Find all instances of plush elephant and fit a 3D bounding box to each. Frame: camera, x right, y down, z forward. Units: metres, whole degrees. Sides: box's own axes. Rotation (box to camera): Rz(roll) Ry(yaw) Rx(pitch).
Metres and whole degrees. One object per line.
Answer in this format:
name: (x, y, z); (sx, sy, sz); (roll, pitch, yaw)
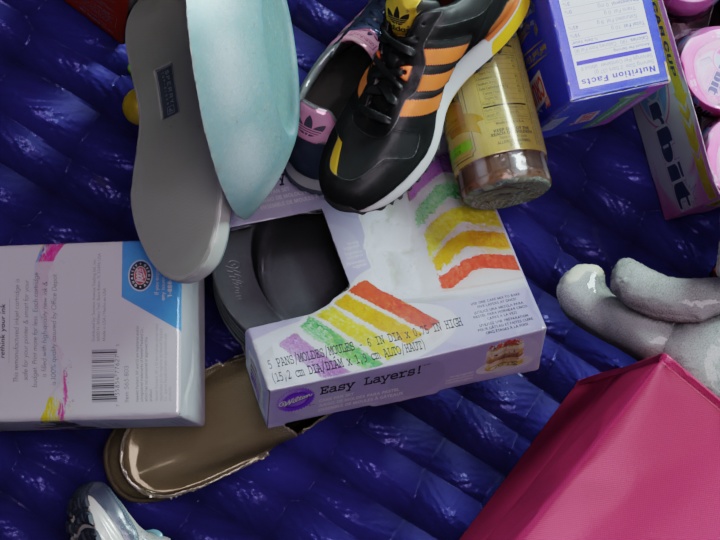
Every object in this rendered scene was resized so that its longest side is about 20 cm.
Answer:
plush elephant: (0.255, 0.019, 1.542); (0.165, 0.200, 0.155); (42, 81, -24)

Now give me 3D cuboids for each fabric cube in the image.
fabric cube: (0.181, 0.198, 1.531); (0.196, 0.200, 0.199); (39, 76, -3)

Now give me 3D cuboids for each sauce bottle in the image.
sauce bottle: (0.076, -0.141, 1.563); (0.065, 0.065, 0.200); (-9, 72, -11)

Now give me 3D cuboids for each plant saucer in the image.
plant saucer: (-0.067, -0.133, 1.457); (0.039, 0.201, 0.201); (-7, 84, 9)

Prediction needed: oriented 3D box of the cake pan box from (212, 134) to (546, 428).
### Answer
cake pan box: (0.000, 0.000, 1.556); (0.200, 0.052, 0.184); (-11, 54, -12)

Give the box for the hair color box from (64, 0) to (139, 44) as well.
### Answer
hair color box: (-0.142, -0.223, 1.518); (0.061, 0.200, 0.102); (38, 79, 0)

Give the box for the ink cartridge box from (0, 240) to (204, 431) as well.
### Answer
ink cartridge box: (-0.205, 0.044, 1.526); (0.200, 0.068, 0.115); (-2, 81, 10)

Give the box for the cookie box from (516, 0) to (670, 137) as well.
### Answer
cookie box: (0.132, -0.200, 1.582); (0.075, 0.171, 0.200); (-12, 86, -10)

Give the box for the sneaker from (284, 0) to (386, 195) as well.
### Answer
sneaker: (0.013, -0.144, 1.575); (0.070, 0.082, 0.200); (22, 59, 12)

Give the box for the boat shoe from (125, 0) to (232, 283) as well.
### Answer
boat shoe: (-0.102, -0.083, 1.494); (0.070, 0.071, 0.201); (-18, 66, 27)

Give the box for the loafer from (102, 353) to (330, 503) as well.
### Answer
loafer: (-0.079, 0.090, 1.561); (0.200, 0.067, 0.076); (-29, 89, -12)

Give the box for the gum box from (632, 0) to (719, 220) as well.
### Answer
gum box: (0.232, -0.134, 1.621); (0.066, 0.113, 0.200); (-15, 86, -12)

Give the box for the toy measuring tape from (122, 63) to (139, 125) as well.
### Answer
toy measuring tape: (-0.073, -0.155, 1.586); (0.200, 0.074, 0.074); (-37, 91, -8)

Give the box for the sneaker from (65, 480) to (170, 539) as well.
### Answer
sneaker: (-0.118, 0.215, 1.547); (0.086, 0.078, 0.200); (-36, 98, -24)

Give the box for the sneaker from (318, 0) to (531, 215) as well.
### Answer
sneaker: (0.027, -0.133, 1.477); (0.070, 0.090, 0.200); (26, 73, 35)
